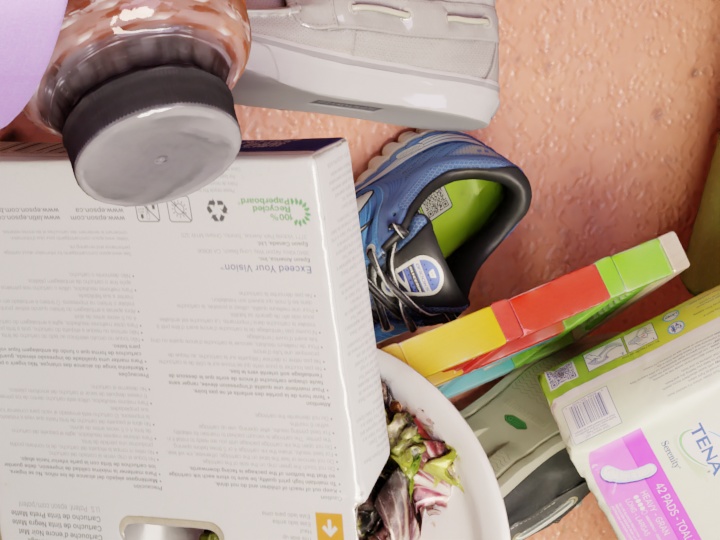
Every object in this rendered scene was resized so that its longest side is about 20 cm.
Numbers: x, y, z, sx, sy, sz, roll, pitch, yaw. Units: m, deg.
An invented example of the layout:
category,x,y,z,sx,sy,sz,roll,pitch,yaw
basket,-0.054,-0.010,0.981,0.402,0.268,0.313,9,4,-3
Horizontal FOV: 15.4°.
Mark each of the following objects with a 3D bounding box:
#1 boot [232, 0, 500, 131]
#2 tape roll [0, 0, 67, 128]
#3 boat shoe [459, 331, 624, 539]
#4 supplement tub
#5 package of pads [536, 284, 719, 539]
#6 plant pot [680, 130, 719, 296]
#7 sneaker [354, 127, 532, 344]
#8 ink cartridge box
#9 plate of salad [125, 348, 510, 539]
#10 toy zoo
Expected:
category,x,y,z,sx,sy,sz,roll,pitch,yaw
boot,-0.020,-0.126,1.257,0.199,0.073,0.096,8,82,-33
tape roll,-0.179,-0.156,1.075,0.065,0.200,0.202,-1,99,-30
boat shoe,0.095,0.092,1.362,0.199,0.072,0.068,-28,137,-27
supplement tub,-0.107,-0.128,1.119,0.106,0.107,0.201,0,56,-29
package of pads,0.196,0.096,1.309,0.154,0.068,0.200,-27,130,7
plant pot,0.255,-0.055,1.366,0.199,0.200,0.191,18,103,-31
sneaker,0.000,0.000,1.269,0.200,0.089,0.079,-40,114,-18
ink cartridge box,-0.084,0.042,1.176,0.041,0.198,0.202,-27,115,-58
plate of salad,-0.028,0.130,1.199,0.048,0.199,0.202,1,100,-64
toy zoo,0.049,0.041,1.284,0.199,0.131,0.021,-21,81,-26
